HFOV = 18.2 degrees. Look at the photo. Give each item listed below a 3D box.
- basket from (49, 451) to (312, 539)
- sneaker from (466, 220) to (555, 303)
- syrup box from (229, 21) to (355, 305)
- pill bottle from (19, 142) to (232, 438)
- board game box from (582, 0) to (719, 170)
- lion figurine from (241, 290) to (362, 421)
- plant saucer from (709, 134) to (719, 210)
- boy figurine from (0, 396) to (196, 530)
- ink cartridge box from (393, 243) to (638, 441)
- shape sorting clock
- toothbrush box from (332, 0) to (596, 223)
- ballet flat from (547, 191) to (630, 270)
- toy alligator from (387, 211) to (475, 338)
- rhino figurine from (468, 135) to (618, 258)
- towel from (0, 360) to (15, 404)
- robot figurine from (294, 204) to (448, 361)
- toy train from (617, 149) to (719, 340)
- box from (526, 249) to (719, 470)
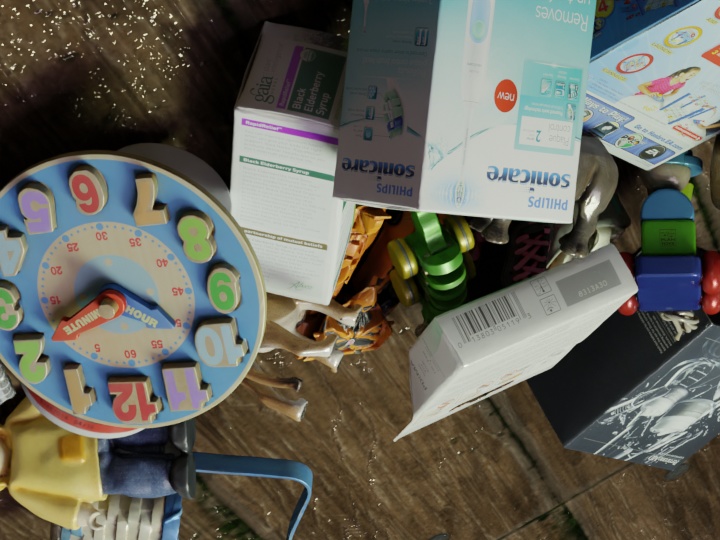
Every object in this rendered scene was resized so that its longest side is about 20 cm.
[{"bbox_3d":[-0.146,0.193,1.799,0.199,0.140,0.177,11,141,-6],"label":"basket"},{"bbox_3d":[0.127,-0.007,1.791,0.079,0.096,0.200,-11,145,-24],"label":"sneaker"},{"bbox_3d":[-0.043,-0.070,1.538,0.081,0.079,0.200,13,145,3],"label":"syrup box"},{"bbox_3d":[-0.162,0.014,1.556,0.115,0.116,0.200,-9,144,-31],"label":"pill bottle"},{"bbox_3d":[0.231,-0.160,1.631,0.195,0.056,0.200,-28,153,29],"label":"board game box"},{"bbox_3d":[-0.073,0.040,1.606,0.200,0.122,0.073,-42,154,-78],"label":"lion figurine"},{"bbox_3d":[0.337,-0.125,1.712,0.200,0.200,0.035,-38,106,16],"label":"plant saucer"},{"bbox_3d":[-0.224,0.133,1.700,0.199,0.125,0.064,1,176,3],"label":"boy figurine"},{"bbox_3d":[0.107,0.057,1.740,0.160,0.050,0.200,-23,169,-21],"label":"ink cartridge box"},{"bbox_3d":[-0.159,0.016,1.457,0.199,0.039,0.201,5,122,8],"label":"shape sorting clock"},{"bbox_3d":[0.070,-0.135,1.445,0.146,0.085,0.201,5,94,-43],"label":"toothbrush box"},{"bbox_3d":[0.162,0.006,1.869,0.067,0.064,0.200,-10,146,-34],"label":"ballet flat"},{"bbox_3d":[0.060,0.016,1.690,0.059,0.054,0.200,-23,149,-10],"label":"toy alligator"},{"bbox_3d":[0.105,-0.066,1.623,0.199,0.060,0.088,9,102,-35],"label":"rhino figurine"},{"bbox_3d":[-0.332,0.057,1.510,0.165,0.086,0.200,-26,150,-7],"label":"towel"},{"bbox_3d":[0.000,0.000,1.728,0.145,0.058,0.200,-8,144,-31],"label":"robot figurine"},{"bbox_3d":[0.250,-0.020,1.823,0.084,0.116,0.200,0,166,8],"label":"toy train"},{"bbox_3d":[0.277,0.080,2.041,0.182,0.104,0.200,-42,147,24],"label":"box"}]
